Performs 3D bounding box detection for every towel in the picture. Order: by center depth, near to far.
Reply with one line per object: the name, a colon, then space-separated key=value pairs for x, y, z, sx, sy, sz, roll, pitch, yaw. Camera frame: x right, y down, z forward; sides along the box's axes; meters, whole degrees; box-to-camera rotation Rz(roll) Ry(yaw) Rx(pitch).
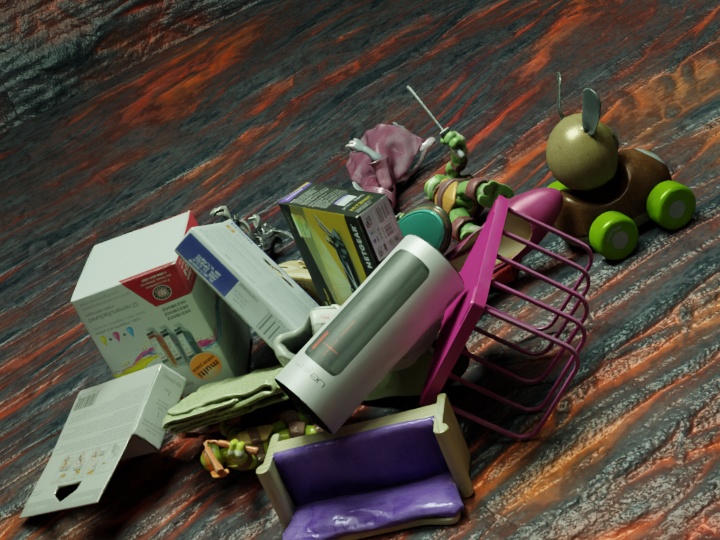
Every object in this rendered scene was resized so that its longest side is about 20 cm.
towel: x=-0.137 y=0.140 z=1.320 sx=0.147 sy=0.037 sz=0.200 roll=-17 pitch=-1 yaw=6

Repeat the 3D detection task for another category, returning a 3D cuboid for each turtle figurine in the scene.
turtle figurine: x=-0.105 y=0.186 z=1.252 sx=0.160 sy=0.065 sz=0.200 roll=-19 pitch=4 yaw=-11
turtle figurine: x=0.098 y=-0.103 z=1.513 sx=0.144 sy=0.201 sz=0.194 roll=-40 pitch=31 yaw=-7

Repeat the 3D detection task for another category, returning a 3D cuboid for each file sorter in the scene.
file sorter: x=0.157 y=0.051 z=1.185 sx=0.124 sy=0.140 sz=0.201 roll=24 pitch=36 yaw=-1

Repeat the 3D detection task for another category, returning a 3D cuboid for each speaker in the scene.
speaker: x=0.009 y=0.063 z=1.139 sx=0.200 sy=0.081 sz=0.081 roll=-46 pitch=31 yaw=-11

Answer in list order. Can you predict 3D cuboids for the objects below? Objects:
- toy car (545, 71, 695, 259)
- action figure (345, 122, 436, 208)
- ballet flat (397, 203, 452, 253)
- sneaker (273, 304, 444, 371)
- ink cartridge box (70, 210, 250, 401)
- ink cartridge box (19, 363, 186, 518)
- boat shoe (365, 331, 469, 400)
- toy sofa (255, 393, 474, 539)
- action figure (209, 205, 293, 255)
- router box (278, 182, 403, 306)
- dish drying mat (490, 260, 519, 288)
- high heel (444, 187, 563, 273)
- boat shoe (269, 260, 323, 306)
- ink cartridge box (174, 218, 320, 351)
toy car: x=0.287 y=-0.142 z=1.402 sx=0.157 sy=0.201 sz=0.164 roll=-27 pitch=26 yaw=-8
action figure: x=0.028 y=-0.126 z=1.749 sx=0.147 sy=0.135 sz=0.201 roll=17 pitch=39 yaw=-13
ballet flat: x=0.066 y=-0.029 z=1.407 sx=0.068 sy=0.068 sz=0.200 roll=-26 pitch=-11 yaw=-38
sneaker: x=-0.005 y=0.066 z=1.220 sx=0.199 sy=0.099 sz=0.078 roll=-29 pitch=52 yaw=20
ink cartridge box: x=-0.242 y=0.061 z=1.457 sx=0.144 sy=0.201 sz=0.145 roll=-20 pitch=28 yaw=10
ink cartridge box: x=-0.298 y=0.207 z=1.345 sx=0.199 sy=0.045 sz=0.177 roll=-20 pitch=42 yaw=47
boat shoe: x=0.034 y=0.103 z=1.305 sx=0.200 sy=0.075 sz=0.063 roll=-3 pitch=9 yaw=45
toy sofa: x=0.004 y=0.197 z=1.125 sx=0.198 sy=0.083 sz=0.098 roll=-15 pitch=25 yaw=16
action figure: x=-0.198 y=-0.037 z=1.725 sx=0.198 sy=0.103 sz=0.119 roll=-24 pitch=14 yaw=2
router box: x=0.000 y=0.000 z=1.369 sx=0.052 sy=0.201 sz=0.157 roll=-37 pitch=28 yaw=-27
dish drying mat: x=0.104 y=0.013 z=1.471 sx=0.198 sy=0.018 sz=0.077 roll=-13 pitch=28 yaw=22
high heel: x=0.155 y=-0.030 z=1.368 sx=0.199 sy=0.068 sz=0.096 roll=-31 pitch=2 yaw=10
boat shoe: x=-0.096 y=0.018 z=1.561 sx=0.198 sy=0.074 sz=0.069 roll=-3 pitch=37 yaw=36
ink cartridge box: x=-0.122 y=0.023 z=1.402 sx=0.041 sy=0.200 sz=0.200 roll=-46 pitch=-1 yaw=8
